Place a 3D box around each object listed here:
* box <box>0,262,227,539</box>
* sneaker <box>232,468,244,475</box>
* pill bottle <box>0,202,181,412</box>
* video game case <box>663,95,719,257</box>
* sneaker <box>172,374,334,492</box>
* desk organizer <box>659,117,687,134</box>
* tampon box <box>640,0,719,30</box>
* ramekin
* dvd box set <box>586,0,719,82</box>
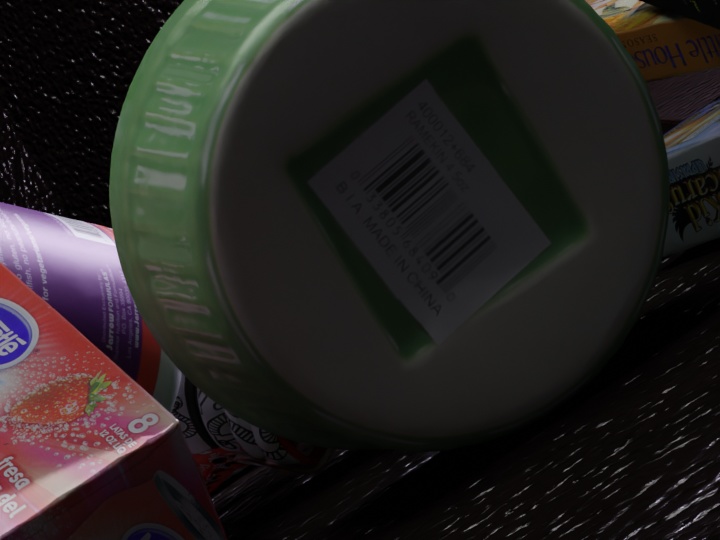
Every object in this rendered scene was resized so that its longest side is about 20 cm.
[{"bbox_3d":[-0.125,0.071,0.884,0.095,0.103,0.200,-32,35,-17],"label":"box"},{"bbox_3d":[-0.062,0.066,1.356,0.200,0.075,0.087,-27,-10,-24],"label":"sneaker"},{"bbox_3d":[-0.172,0.023,1.039,0.200,0.113,0.112,13,-31,-44],"label":"pill bottle"},{"bbox_3d":[0.222,-0.085,1.111,0.200,0.046,0.181,-34,6,-29],"label":"video game case"},{"bbox_3d":[-0.061,0.074,1.195,0.067,0.108,0.202,-57,-18,-32],"label":"sneaker"},{"bbox_3d":[0.090,-0.036,1.266,0.072,0.077,0.200,-34,5,-26],"label":"desk organizer"},{"bbox_3d":[0.154,-0.195,1.104,0.126,0.150,0.200,-30,15,-3],"label":"tampon box"},{"bbox_3d":[0.015,-0.028,0.984,0.200,0.200,0.098,-33,13,-11],"label":"ramekin"},{"bbox_3d":[0.173,-0.129,1.214,0.146,0.029,0.200,-36,17,-33],"label":"dvd box set"}]
